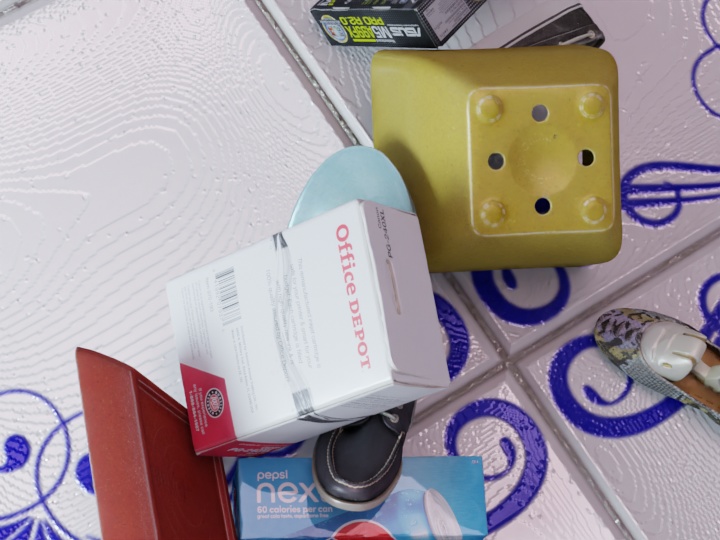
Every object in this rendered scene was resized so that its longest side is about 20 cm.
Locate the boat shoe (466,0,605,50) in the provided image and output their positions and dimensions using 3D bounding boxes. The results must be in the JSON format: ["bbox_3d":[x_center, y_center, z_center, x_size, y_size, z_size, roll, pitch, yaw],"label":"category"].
[{"bbox_3d":[0.135,-0.178,1.645,0.200,0.071,0.064,-35,77,-21],"label":"boat shoe"}]

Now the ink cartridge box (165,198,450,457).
[{"bbox_3d":[-0.041,0.048,1.413,0.083,0.200,0.145,12,62,-53],"label":"ink cartridge box"}]

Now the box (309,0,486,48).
[{"bbox_3d":[0.072,-0.275,1.628,0.200,0.160,0.044,-47,120,-22],"label":"box"}]

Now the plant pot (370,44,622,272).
[{"bbox_3d":[0.124,-0.090,1.509,0.195,0.200,0.194,-3,94,-10],"label":"plant pot"}]

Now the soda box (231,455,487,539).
[{"bbox_3d":[-0.002,0.190,1.490,0.200,0.064,0.068,0,69,-8],"label":"soda box"}]

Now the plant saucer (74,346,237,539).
[{"bbox_3d":[-0.141,0.172,1.389,0.037,0.200,0.200,-20,61,13],"label":"plant saucer"}]

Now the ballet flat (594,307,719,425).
[{"bbox_3d":[0.295,0.085,1.573,0.200,0.072,0.072,32,68,4],"label":"ballet flat"}]

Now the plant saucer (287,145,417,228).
[{"bbox_3d":[0.000,0.000,1.505,0.039,0.201,0.201,9,66,-33],"label":"plant saucer"}]

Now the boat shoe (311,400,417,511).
[{"bbox_3d":[0.009,0.110,1.472,0.073,0.063,0.200,13,35,7],"label":"boat shoe"}]
